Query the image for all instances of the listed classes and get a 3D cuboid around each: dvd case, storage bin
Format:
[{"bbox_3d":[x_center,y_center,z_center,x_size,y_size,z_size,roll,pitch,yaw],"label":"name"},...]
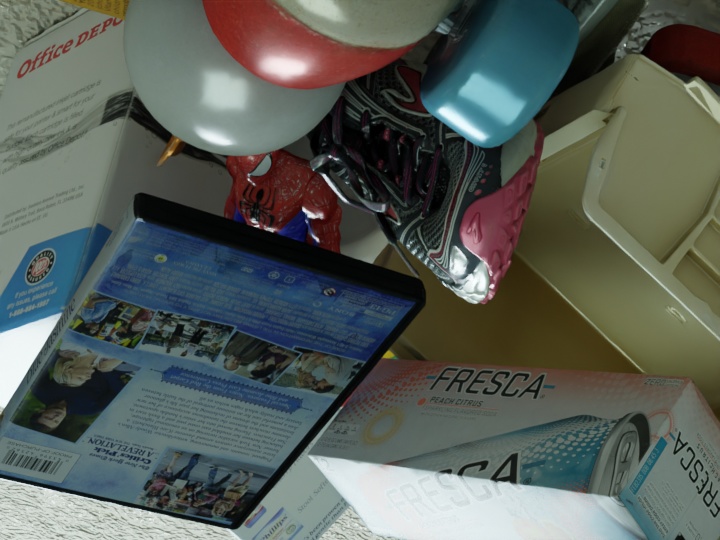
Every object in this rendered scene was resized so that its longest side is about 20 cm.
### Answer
[{"bbox_3d":[-0.079,0.051,0.770,0.142,0.018,0.200,17,133,-25],"label":"dvd case"},{"bbox_3d":[0.124,0.022,0.755,0.199,0.094,0.200,42,152,-12],"label":"storage bin"}]

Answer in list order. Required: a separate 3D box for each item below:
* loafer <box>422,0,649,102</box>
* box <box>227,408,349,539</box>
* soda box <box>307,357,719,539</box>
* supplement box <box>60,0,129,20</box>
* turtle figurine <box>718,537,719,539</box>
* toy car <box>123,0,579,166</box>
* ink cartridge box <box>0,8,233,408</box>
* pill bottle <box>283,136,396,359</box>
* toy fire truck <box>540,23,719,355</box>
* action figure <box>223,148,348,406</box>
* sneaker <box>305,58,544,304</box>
[{"bbox_3d":[0.087,-0.111,0.771,0.070,0.075,0.200,-5,163,-23],"label":"loafer"},{"bbox_3d":[-0.107,0.068,1.036,0.184,0.105,0.200,37,170,42],"label":"box"},{"bbox_3d":[0.070,0.087,0.740,0.200,0.068,0.064,-1,134,50],"label":"soda box"},{"bbox_3d":[-0.113,-0.162,0.761,0.200,0.067,0.069,15,151,-2],"label":"supplement box"},{"bbox_3d":[0.190,0.107,0.911,0.200,0.150,0.101,10,-171,9],"label":"turtle figurine"},{"bbox_3d":[-0.031,-0.120,0.667,0.184,0.177,0.200,33,141,-14],"label":"toy car"},{"bbox_3d":[-0.136,-0.037,0.854,0.144,0.200,0.084,-17,142,43],"label":"ink cartridge box"},{"bbox_3d":[0.000,0.000,0.946,0.113,0.113,0.200,6,150,15],"label":"pill bottle"},{"bbox_3d":[0.180,-0.036,0.801,0.168,0.112,0.200,19,151,-7],"label":"toy fire truck"},{"bbox_3d":[-0.034,-0.002,0.796,0.065,0.052,0.200,27,150,25],"label":"action figure"},{"bbox_3d":[0.018,-0.045,0.702,0.075,0.081,0.200,14,-166,-20],"label":"sneaker"}]
